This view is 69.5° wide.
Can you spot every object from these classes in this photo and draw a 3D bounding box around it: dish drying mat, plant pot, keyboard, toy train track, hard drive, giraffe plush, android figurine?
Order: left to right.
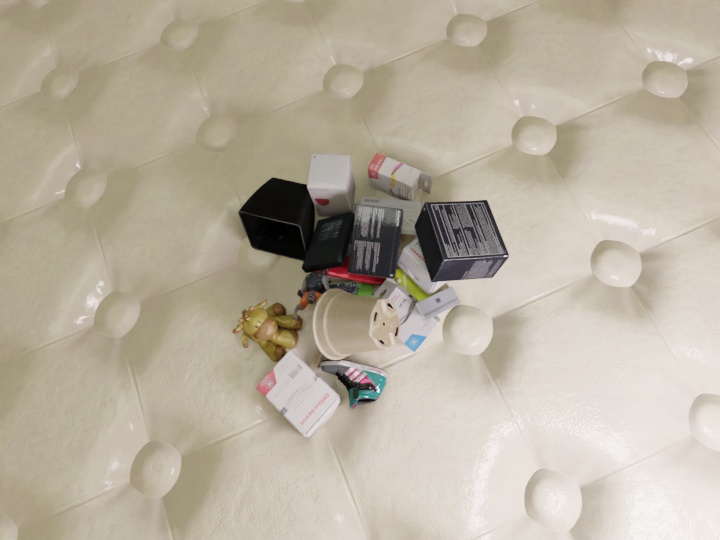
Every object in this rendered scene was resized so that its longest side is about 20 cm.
[{"bbox_3d":[-0.285,0.159,1.523,0.198,0.162,0.174,13,73,9],"label":"giraffe plush"},{"bbox_3d":[-0.240,-0.173,1.629,0.198,0.200,0.179,13,62,10],"label":"plant pot"},{"bbox_3d":[-0.099,0.202,1.559,0.114,0.033,0.201,19,81,23],"label":"toy train track"},{"bbox_3d":[-0.096,-0.088,1.599,0.139,0.033,0.201,-11,46,29],"label":"hard drive"},{"bbox_3d":[-0.001,0.147,1.417,0.182,0.200,0.202,-4,66,40],"label":"plant pot"},{"bbox_3d":[0.000,0.000,1.577,0.198,0.018,0.077,10,60,0],"label":"dish drying mat"},{"bbox_3d":[0.163,0.055,1.584,0.198,0.041,0.184,-1,71,3],"label":"android figurine"},{"bbox_3d":[0.227,0.094,1.503,0.199,0.011,0.057,-18,75,-48],"label":"keyboard"}]

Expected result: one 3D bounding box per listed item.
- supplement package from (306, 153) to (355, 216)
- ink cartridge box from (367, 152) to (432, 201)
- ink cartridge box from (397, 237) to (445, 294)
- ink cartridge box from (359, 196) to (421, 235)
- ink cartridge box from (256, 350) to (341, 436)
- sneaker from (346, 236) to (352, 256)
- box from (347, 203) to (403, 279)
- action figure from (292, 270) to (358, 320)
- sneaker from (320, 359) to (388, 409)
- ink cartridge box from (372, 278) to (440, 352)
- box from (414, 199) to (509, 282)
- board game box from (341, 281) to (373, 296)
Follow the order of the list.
[{"bbox_3d":[-0.088,-0.263,1.634,0.120,0.200,0.121,4,71,7],"label":"supplement package"},{"bbox_3d":[0.126,-0.286,1.665,0.199,0.117,0.068,25,74,14],"label":"ink cartridge box"},{"bbox_3d":[0.231,-0.045,1.558,0.200,0.084,0.146,-37,71,-28],"label":"ink cartridge box"},{"bbox_3d":[0.087,-0.160,1.624,0.198,0.044,0.174,6,44,7],"label":"ink cartridge box"},{"bbox_3d":[-0.173,0.353,1.487,0.200,0.085,0.146,40,79,19],"label":"ink cartridge box"},{"bbox_3d":[0.011,-0.050,1.615,0.199,0.076,0.116,-28,69,-7],"label":"sneaker"},{"bbox_3d":[0.046,-0.085,1.514,0.140,0.079,0.202,8,94,8],"label":"box"},{"bbox_3d":[-0.111,0.059,1.551,0.198,0.105,0.194,-11,41,10],"label":"action figure"},{"bbox_3d":[-0.028,0.330,1.485,0.198,0.084,0.122,10,62,8],"label":"sneaker"},{"bbox_3d":[0.119,0.126,1.512,0.200,0.067,0.116,39,103,7],"label":"ink cartridge box"},{"bbox_3d":[0.278,-0.085,1.467,0.197,0.124,0.201,-3,59,-16],"label":"box"},{"bbox_3d":[-0.002,0.129,1.579,0.095,0.030,0.202,-8,67,4],"label":"board game box"}]
